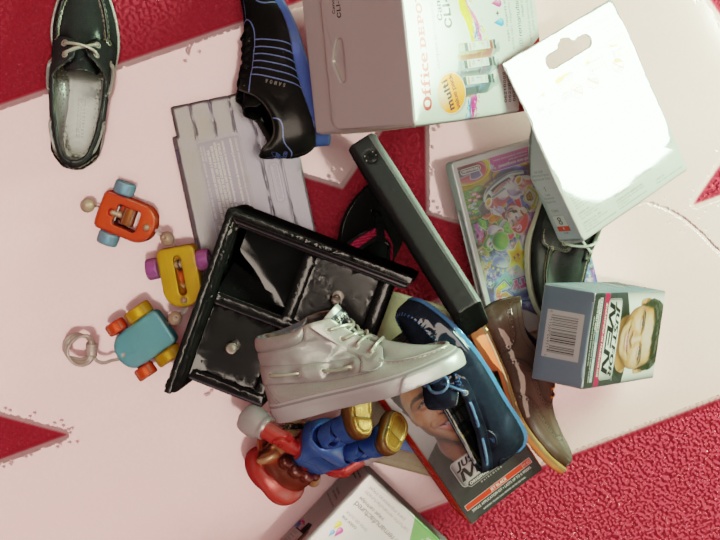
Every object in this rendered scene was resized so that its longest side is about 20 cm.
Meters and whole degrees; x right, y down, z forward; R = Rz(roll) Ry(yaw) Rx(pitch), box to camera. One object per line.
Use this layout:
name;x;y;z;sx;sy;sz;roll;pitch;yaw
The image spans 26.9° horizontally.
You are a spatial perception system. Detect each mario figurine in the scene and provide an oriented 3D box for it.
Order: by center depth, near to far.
mario figurine;-0.046;0.169;1.576;0.200;0.106;0.124;-26;97;40

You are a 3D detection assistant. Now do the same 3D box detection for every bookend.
bookend;-0.070;0.060;1.539;0.198;0.092;0.201;22;97;4

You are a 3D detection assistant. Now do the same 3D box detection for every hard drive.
hard drive;0.060;-0.032;1.513;0.033;0.140;0.200;-32;77;1

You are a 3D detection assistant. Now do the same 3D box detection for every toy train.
toy train;-0.235;0.012;1.586;0.150;0.056;0.201;17;98;5

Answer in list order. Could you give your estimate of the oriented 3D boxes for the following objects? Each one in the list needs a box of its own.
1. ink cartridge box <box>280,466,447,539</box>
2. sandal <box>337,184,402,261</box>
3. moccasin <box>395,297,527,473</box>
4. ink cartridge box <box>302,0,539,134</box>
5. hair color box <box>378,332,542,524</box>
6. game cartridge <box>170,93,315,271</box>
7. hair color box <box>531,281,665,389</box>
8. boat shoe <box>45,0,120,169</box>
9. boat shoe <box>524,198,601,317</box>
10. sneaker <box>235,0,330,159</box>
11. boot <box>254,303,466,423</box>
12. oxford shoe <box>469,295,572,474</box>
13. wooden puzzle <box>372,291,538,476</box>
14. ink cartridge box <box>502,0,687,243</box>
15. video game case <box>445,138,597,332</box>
ink cartridge box;-0.014;0.329;1.626;0.145;0.084;0.200;44;89;-9
sandal;0.000;0.000;1.602;0.075;0.045;0.200;28;82;-24
moccasin;0.095;0.119;1.514;0.068;0.080;0.200;-41;102;-19
ink cartridge box;0.064;-0.219;1.512;0.200;0.144;0.146;-14;100;-42
hair color box;0.094;0.156;1.592;0.101;0.061;0.200;-37;102;-7
game cartridge;-0.122;-0.087;1.599;0.129;0.038;0.201;-11;97;-3
hair color box;0.253;0.065;1.584;0.060;0.200;0.099;10;95;30
boat shoe;-0.285;-0.204;1.550;0.075;0.060;0.201;-2;96;-7
boat shoe;0.224;-0.042;1.607;0.072;0.068;0.201;10;89;-26
sneaker;-0.098;-0.208;1.546;0.078;0.070;0.201;-17;75;-16
boot;-0.005;0.077;1.452;0.199;0.074;0.096;-16;94;9
oxford shoe;0.184;0.121;1.586;0.073;0.071;0.200;-28;101;6
wooden puzzle;0.095;0.137;1.642;0.199;0.046;0.186;16;93;-9
ink cartridge box;0.231;-0.152;1.546;0.162;0.050;0.200;-32;101;-25
video game case;0.179;-0.037;1.632;0.143;0.018;0.201;-17;98;-22
